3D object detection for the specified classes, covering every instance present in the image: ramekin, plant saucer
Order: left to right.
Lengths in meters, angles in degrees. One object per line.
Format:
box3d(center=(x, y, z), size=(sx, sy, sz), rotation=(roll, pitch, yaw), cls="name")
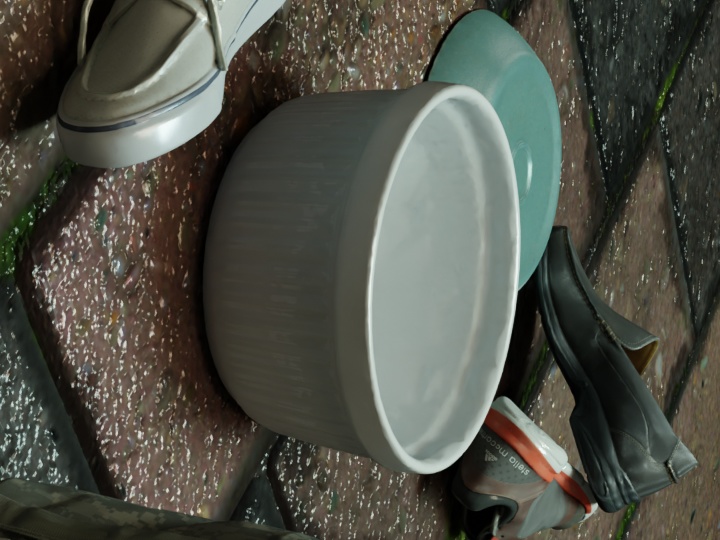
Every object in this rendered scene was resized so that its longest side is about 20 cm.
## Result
box3d(center=(0.000, 0.000, 1.191), size=(0.200, 0.104, 0.202), rotation=(6, 90, -66), cls="ramekin")
box3d(center=(0.086, -0.062, 1.446), size=(0.200, 0.036, 0.202), rotation=(5, 90, -66), cls="plant saucer")

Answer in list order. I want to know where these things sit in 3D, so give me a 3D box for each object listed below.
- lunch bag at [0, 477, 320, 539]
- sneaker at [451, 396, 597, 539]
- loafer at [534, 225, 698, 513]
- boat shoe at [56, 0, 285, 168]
box3d(center=(-0.073, 0.172, 0.966), size=(0.140, 0.198, 0.169), rotation=(-60, 149, -46), cls="lunch bag")
box3d(center=(0.095, 0.143, 1.497), size=(0.082, 0.077, 0.200), rotation=(-47, 155, -4), cls="sneaker")
box3d(center=(0.166, 0.058, 1.532), size=(0.073, 0.072, 0.202), rotation=(45, 28, -70), cls="loafer")
box3d(center=(-0.083, -0.128, 1.019), size=(0.202, 0.074, 0.087), rotation=(-57, 144, -49), cls="boat shoe")
